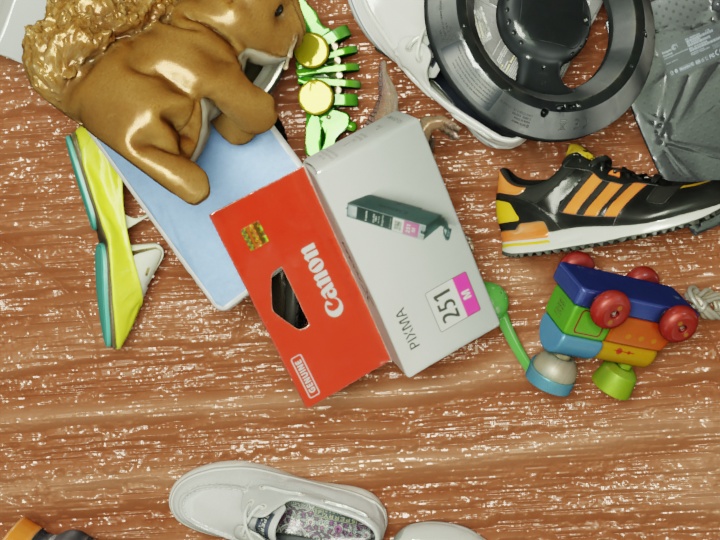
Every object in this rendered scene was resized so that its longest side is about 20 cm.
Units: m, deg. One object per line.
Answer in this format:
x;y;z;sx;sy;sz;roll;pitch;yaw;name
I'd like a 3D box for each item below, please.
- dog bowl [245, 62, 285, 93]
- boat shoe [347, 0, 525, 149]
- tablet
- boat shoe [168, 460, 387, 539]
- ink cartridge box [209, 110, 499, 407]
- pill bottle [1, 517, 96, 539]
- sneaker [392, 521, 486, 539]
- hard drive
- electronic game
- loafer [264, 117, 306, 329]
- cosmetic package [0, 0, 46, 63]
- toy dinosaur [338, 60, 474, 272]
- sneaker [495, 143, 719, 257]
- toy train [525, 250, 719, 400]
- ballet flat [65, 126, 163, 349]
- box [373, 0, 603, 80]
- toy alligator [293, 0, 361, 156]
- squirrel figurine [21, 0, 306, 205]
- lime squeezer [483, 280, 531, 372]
-0.153;-0.212;0.977;0.199;0.074;0.201;0;95;2;dog bowl
0.068;-0.180;0.927;0.200;0.065;0.074;41;97;-2;boat shoe
-0.123;-0.081;0.935;0.130;0.014;0.200;-37;85;6;tablet
-0.076;0.222;1.016;0.199;0.069;0.072;14;96;1;boat shoe
0.000;0.000;0.905;0.173;0.044;0.200;-30;116;-11;ink cartridge box
-0.241;0.304;1.012;0.200;0.106;0.106;34;96;-1;pill bottle
0.117;0.291;1.011;0.200;0.080;0.071;31;97;1;sneaker
0.302;-0.146;0.980;0.135;0.042;0.200;-24;95;5;hard drive
0.146;-0.201;0.906;0.199;0.042;0.201;3;81;-17;electronic game
-0.088;-0.037;0.998;0.071;0.073;0.201;-9;87;9;loafer
-0.267;-0.277;0.939;0.052;0.151;0.200;18;98;-40;cosmetic package
0.013;-0.066;0.955;0.135;0.086;0.200;-16;117;-15;toy dinosaur
0.208;-0.068;0.960;0.200;0.070;0.090;-11;91;23;sneaker
0.246;0.064;0.992;0.200;0.085;0.116;12;115;-23;toy train
-0.211;-0.033;1.005;0.067;0.067;0.201;-11;93;-18;ballet flat
0.126;-0.243;0.975;0.158;0.048;0.200;28;96;1;box
-0.024;-0.142;0.985;0.054;0.059;0.201;-5;95;3;toy alligator
-0.143;-0.175;0.855;0.200;0.142;0.187;37;87;-9;squirrel figurine
0.086;0.032;1.015;0.200;0.038;0.071;24;127;-1;lime squeezer
